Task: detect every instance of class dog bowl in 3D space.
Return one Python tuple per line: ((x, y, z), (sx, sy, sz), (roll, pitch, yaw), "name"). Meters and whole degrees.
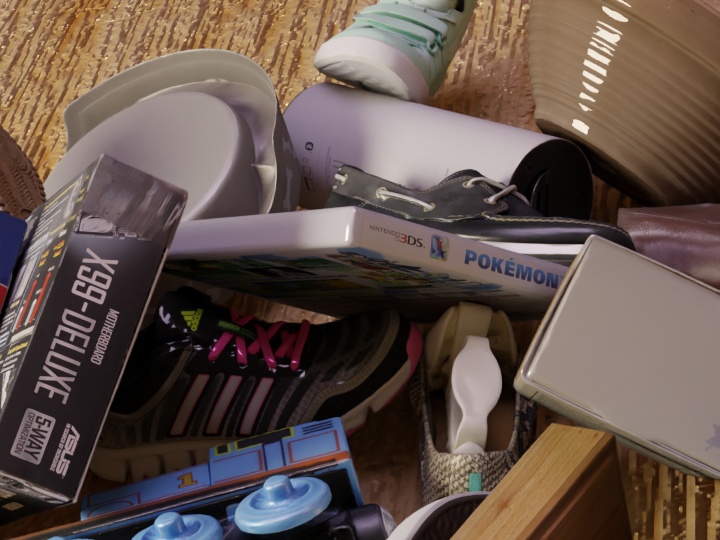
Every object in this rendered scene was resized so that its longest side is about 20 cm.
((-0.124, -0.040, 1.534), (0.199, 0.059, 0.201), (-21, 39, 18), "dog bowl")

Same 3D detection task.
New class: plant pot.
((0.164, -0.098, 1.491), (0.093, 0.201, 0.201), (-54, 37, -4), "plant pot")

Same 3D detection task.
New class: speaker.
((0.041, -0.056, 1.531), (0.081, 0.082, 0.199), (-32, 32, -33), "speaker")

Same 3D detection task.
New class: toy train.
((-0.081, 0.138, 1.217), (0.199, 0.087, 0.114), (-15, 18, -1), "toy train")

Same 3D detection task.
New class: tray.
((0.056, 0.161, 1.090), (0.037, 0.099, 0.200), (7, 33, 32), "tray")

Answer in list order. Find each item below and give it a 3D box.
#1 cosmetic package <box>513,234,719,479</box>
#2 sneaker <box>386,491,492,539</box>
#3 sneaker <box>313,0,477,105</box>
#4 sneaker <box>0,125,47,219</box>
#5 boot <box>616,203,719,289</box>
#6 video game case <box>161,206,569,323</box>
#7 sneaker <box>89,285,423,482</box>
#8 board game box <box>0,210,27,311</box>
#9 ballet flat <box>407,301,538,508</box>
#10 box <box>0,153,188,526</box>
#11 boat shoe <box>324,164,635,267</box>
((0.129, 0.042, 1.177), (0.105, 0.071, 0.200), (26, -3, 2), "cosmetic package")
((0.011, 0.156, 1.153), (0.199, 0.073, 0.085), (-20, -12, -46), "sneaker")
((0.029, -0.165, 1.622), (0.073, 0.119, 0.200), (23, 4, 5), "sneaker")
((-0.223, -0.001, 1.462), (0.112, 0.071, 0.201), (-42, 57, 20), "sneaker")
((0.198, 0.013, 1.348), (0.199, 0.065, 0.186), (13, 23, 35), "boot")
((0.000, 0.000, 1.342), (0.182, 0.022, 0.199), (15, -11, -39), "video game case")
((-0.068, 0.048, 1.342), (0.199, 0.088, 0.074), (-14, 30, 21), "sneaker")
((-0.250, 0.091, 1.309), (0.061, 0.200, 0.201), (23, 53, -13), "board game box")
((0.057, 0.061, 1.304), (0.067, 0.076, 0.200), (-1, 27, 1), "ballet flat")
((-0.157, 0.040, 1.278), (0.200, 0.050, 0.159), (-27, 42, 68), "box")
((0.061, -0.025, 1.409), (0.199, 0.072, 0.068), (5, 72, 37), "boat shoe")
